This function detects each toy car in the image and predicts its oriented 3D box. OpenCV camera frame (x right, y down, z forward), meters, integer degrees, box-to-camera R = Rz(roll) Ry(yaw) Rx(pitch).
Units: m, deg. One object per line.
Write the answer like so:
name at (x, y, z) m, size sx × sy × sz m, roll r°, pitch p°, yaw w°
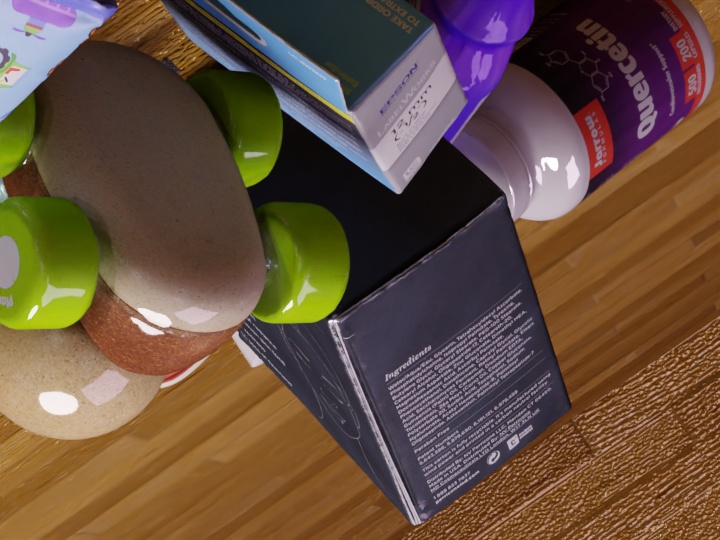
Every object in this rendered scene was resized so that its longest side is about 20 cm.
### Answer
toy car at (-0.133, 0.011, 1.035) m, size 0.164 × 0.158 × 0.200 m, roll 0°, pitch 141°, yaw -39°

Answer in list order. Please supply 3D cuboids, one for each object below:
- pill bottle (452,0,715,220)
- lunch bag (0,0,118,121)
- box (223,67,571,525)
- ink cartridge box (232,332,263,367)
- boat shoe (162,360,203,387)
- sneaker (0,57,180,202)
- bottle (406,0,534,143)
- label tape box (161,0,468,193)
pill bottle at (0.135, -0.108, 1.480) m, size 0.200 × 0.113 × 0.113 m, roll -38°, pitch 170°, yaw -32°
lunch bag at (-0.221, -0.101, 0.859) m, size 0.150 × 0.094 × 0.200 m, roll -39°, pitch 156°, yaw 29°
box at (0.000, 0.000, 1.278) m, size 0.124 × 0.200 × 0.197 m, roll -36°, pitch 140°, yaw -11°
ink cartridge box at (0.000, -0.032, 1.548) m, size 0.199 × 0.084 × 0.146 m, roll -26°, pitch 163°, yaw -27°
boat shoe at (-0.082, -0.012, 1.409) m, size 0.200 × 0.071 × 0.063 m, roll -48°, pitch 160°, yaw -5°
sneaker at (-0.147, -0.071, 1.142) m, size 0.140 × 0.078 × 0.200 m, roll -34°, pitch 171°, yaw -19°
bottle at (0.052, -0.133, 1.337) m, size 0.065 × 0.084 × 0.200 m, roll 15°, pitch 146°, yaw -16°
label tape box at (-0.032, -0.121, 1.047) m, size 0.066 × 0.143 × 0.200 m, roll -51°, pitch 166°, yaw -5°
